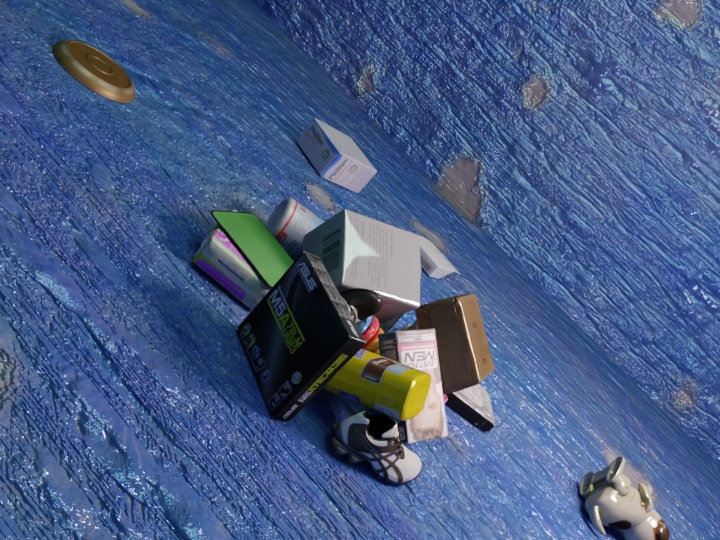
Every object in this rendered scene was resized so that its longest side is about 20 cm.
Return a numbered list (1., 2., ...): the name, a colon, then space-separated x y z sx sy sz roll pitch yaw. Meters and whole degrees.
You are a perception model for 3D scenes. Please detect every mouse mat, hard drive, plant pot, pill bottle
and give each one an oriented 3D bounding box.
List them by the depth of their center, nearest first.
1. mouse mat: -0.187 -0.041 1.418 0.200 0.008 0.161 51 20 15
2. pill bottle: -0.112 -0.065 1.665 0.199 0.109 0.109 35 20 -21
3. plant pot: -0.592 -0.455 1.671 0.200 0.028 0.200 36 20 -16
4. hard drive: 0.223 0.274 1.716 0.200 0.038 0.140 39 20 -14

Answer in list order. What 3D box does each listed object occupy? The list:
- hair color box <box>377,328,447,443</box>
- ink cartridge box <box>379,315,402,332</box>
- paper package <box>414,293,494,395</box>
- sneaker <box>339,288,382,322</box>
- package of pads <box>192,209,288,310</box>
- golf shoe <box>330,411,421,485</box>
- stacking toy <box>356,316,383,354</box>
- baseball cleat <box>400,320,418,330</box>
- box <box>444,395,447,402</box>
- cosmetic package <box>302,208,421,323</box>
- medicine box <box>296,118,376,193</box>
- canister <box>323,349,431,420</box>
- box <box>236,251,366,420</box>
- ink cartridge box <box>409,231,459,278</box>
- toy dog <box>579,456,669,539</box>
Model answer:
1. hair color box: 0.097 0.212 1.372 0.099 0.060 0.202 -1 81 -35
2. ink cartridge box: 0.028 0.036 1.762 0.145 0.084 0.200 36 20 -15
3. paper package: 0.204 0.152 1.587 0.200 0.103 0.192 -4 80 -72
4. sneaker: -0.053 0.094 1.369 0.089 0.198 0.074 -96 169 -55
5. package of pads: -0.227 -0.026 1.420 0.154 0.068 0.200 41 19 -10
6. golf shoe: 0.046 0.294 1.235 0.199 0.094 0.078 29 30 -34
7. stacking toy: 0.028 0.180 1.470 0.201 0.109 0.116 54 19 -11
8. baseball cleat: 0.130 0.150 1.705 0.200 0.106 0.070 25 66 -64
9. box: 0.123 0.226 1.513 0.200 0.039 0.138 -13 86 -72
10. cosmetic package: 0.000 0.000 1.535 0.199 0.165 0.166 18 62 -31
11. medicine box: -0.076 -0.365 2.375 0.199 0.103 0.183 17 31 -50
12. canister: 0.009 0.182 1.271 0.199 0.087 0.148 18 1 20
13. box: -0.102 0.104 1.199 0.047 0.193 0.201 20 30 -44
14. ink cartridge box: 0.224 -0.041 2.384 0.160 0.047 0.200 51 15 23
15. toy dog: 0.635 0.572 1.751 0.200 0.140 0.194 42 32 -1
